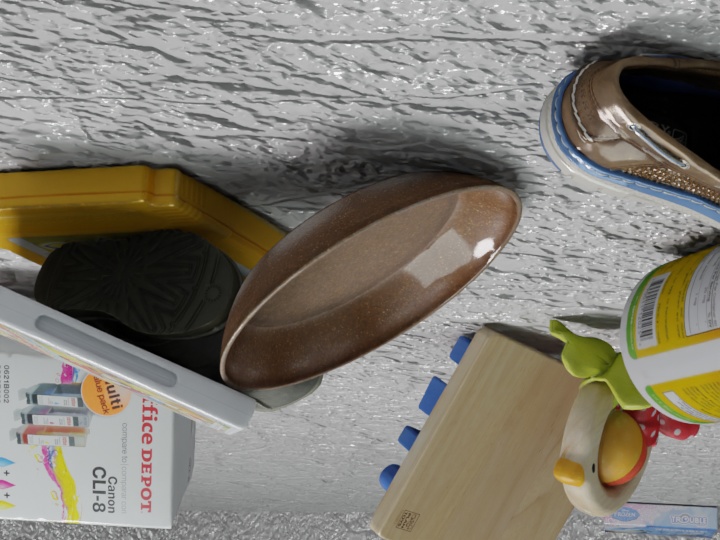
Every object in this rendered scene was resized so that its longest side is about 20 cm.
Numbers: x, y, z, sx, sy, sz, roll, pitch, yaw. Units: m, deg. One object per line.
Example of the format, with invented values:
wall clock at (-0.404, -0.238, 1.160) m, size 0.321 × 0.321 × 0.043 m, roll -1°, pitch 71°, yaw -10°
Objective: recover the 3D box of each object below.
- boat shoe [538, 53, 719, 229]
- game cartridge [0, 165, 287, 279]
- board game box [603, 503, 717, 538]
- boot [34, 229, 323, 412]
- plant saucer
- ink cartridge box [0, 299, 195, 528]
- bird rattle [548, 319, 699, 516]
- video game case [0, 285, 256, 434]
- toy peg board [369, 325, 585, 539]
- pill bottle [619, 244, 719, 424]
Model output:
boat shoe at (0.185, -0.053, 0.744) m, size 0.199 × 0.073 × 0.072 m, roll 7°, pitch 166°, yaw -15°
game cartridge at (-0.152, -0.023, 1.064) m, size 0.176 × 0.033 × 0.200 m, roll -2°, pitch 167°, yaw 23°
board game box at (0.542, 0.454, 2.979) m, size 0.199 × 0.044 × 0.199 m, roll 1°, pitch 166°, yaw 10°
boot at (-0.091, 0.044, 1.067) m, size 0.181 × 0.073 × 0.200 m, roll 10°, pitch 158°, yaw 43°
plant saucer at (0.000, 0.000, 0.949) m, size 0.200 × 0.037 × 0.201 m, roll -28°, pitch 160°, yaw -11°
ink cartridge box at (-0.236, 0.113, 1.338) m, size 0.199 × 0.146 × 0.145 m, roll 3°, pitch -165°, yaw 0°
bird rattle at (0.210, 0.124, 1.365) m, size 0.112 × 0.163 × 0.200 m, roll 18°, pitch 165°, yaw 26°
video game case at (-0.155, 0.057, 1.027) m, size 0.182 × 0.023 × 0.200 m, roll 25°, pitch 172°, yaw -3°
toy peg board at (0.108, 0.153, 1.468) m, size 0.199 × 0.200 × 0.098 m, roll 25°, pitch -173°, yaw -38°
pill bottle at (0.256, 0.031, 1.007) m, size 0.111 × 0.112 × 0.200 m, roll 8°, pitch 167°, yaw -21°
